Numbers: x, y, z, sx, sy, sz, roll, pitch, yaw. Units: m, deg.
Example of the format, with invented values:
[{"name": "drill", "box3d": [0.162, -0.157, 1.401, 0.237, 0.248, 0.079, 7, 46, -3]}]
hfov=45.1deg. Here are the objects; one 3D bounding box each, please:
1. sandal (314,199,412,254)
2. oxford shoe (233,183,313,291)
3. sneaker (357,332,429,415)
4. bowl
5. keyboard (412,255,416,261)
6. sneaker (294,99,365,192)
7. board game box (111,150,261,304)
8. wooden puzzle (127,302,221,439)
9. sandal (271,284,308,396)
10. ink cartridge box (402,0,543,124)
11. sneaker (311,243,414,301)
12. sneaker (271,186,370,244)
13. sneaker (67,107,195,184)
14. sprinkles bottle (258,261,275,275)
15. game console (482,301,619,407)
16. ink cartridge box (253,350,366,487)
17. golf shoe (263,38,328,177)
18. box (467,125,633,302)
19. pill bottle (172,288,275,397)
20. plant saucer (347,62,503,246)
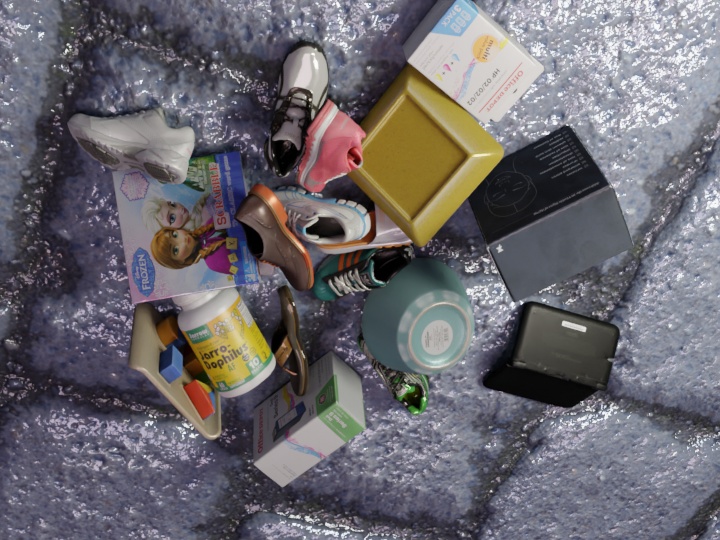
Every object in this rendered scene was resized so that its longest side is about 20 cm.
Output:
[{"name": "sandal", "box3d": [0.020, -0.075, 1.368, 0.202, 0.081, 0.059, -15, 151, 5]}, {"name": "oxford shoe", "box3d": [-0.133, -0.033, 1.301, 0.073, 0.070, 0.202, -49, 132, -25]}, {"name": "sneaker", "box3d": [0.066, 0.173, 1.532, 0.077, 0.086, 0.200, -33, 119, 15]}, {"name": "bowl", "box3d": [0.111, 0.090, 1.436, 0.197, 0.105, 0.205, -6, 107, -20]}, {"name": "keyboard", "box3d": [0.094, 0.048, 1.500, 0.055, 0.011, 0.202, -20, 121, 7]}, {"name": "sneaker", "box3d": [-0.041, -0.160, 1.267, 0.086, 0.074, 0.201, 30, 156, 4]}, {"name": "board game box", "box3d": [-0.262, -0.065, 1.313, 0.195, 0.041, 0.205, -10, 90, -2]}, {"name": "wooden puzzle", "box3d": [-0.293, 0.156, 1.425, 0.046, 0.186, 0.200, -35, 120, 11]}, {"name": "sandal", "box3d": [-0.128, 0.123, 1.479, 0.054, 0.082, 0.204, -14, 120, -14]}, {"name": "ink cartridge box", "box3d": [0.172, -0.299, 1.258, 0.198, 0.068, 0.115, 33, 114, -23]}, {"name": "sneaker", "box3d": [0.000, 0.000, 1.417, 0.198, 0.080, 0.072, -32, 118, 18]}, {"name": "sneaker", "box3d": [-0.088, -0.079, 1.329, 0.196, 0.087, 0.077, 7, 111, 19]}, {"name": "sneaker", "box3d": [-0.330, -0.198, 1.273, 0.196, 0.101, 0.078, 19, 157, 6]}, {"name": "sprinkles bottle", "box3d": [-0.230, -0.036, 1.375, 0.195, 0.069, 0.069, 6, 122, -6]}, {"name": "game console", "box3d": [0.348, 0.158, 1.592, 0.196, 0.116, 0.180, 15, 90, -15]}, {"name": "ink cartridge box", "box3d": [-0.094, 0.262, 1.535, 0.199, 0.146, 0.087, -39, 118, 18]}, {"name": "golf shoe", "box3d": [-0.090, -0.228, 1.261, 0.076, 0.095, 0.203, 10, 119, -10]}, {"name": "box", "box3d": [0.279, -0.089, 1.324, 0.197, 0.198, 0.125, -26, 121, 11]}, {"name": "pill bottle", "box3d": [-0.231, 0.096, 1.427, 0.111, 0.113, 0.203, -24, 107, 10]}, {"name": "plant saucer", "box3d": [0.077, -0.168, 1.285, 0.200, 0.048, 0.200, 45, 113, 7]}]
